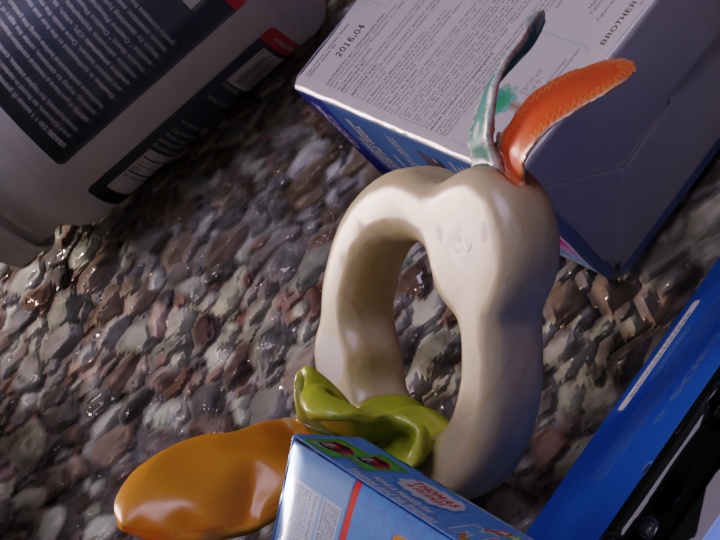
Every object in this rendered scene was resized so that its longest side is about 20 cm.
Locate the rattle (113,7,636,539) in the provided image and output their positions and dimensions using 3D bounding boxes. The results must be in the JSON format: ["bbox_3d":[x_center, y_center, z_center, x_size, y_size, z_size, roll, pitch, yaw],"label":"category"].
[{"bbox_3d":[0.000,0.000,0.851,0.200,0.143,0.130,115,154,-44],"label":"rattle"}]

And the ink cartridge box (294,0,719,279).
[{"bbox_3d":[0.066,-0.093,0.987,0.137,0.076,0.200,-52,38,-8],"label":"ink cartridge box"}]

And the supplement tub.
[{"bbox_3d":[-0.129,-0.112,1.148,0.200,0.140,0.140,-40,36,8],"label":"supplement tub"}]

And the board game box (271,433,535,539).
[{"bbox_3d":[0.027,0.156,0.764,0.200,0.037,0.152,27,108,54],"label":"board game box"}]

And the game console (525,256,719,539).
[{"bbox_3d":[0.162,0.061,0.793,0.200,0.118,0.171,-53,5,-10],"label":"game console"}]
